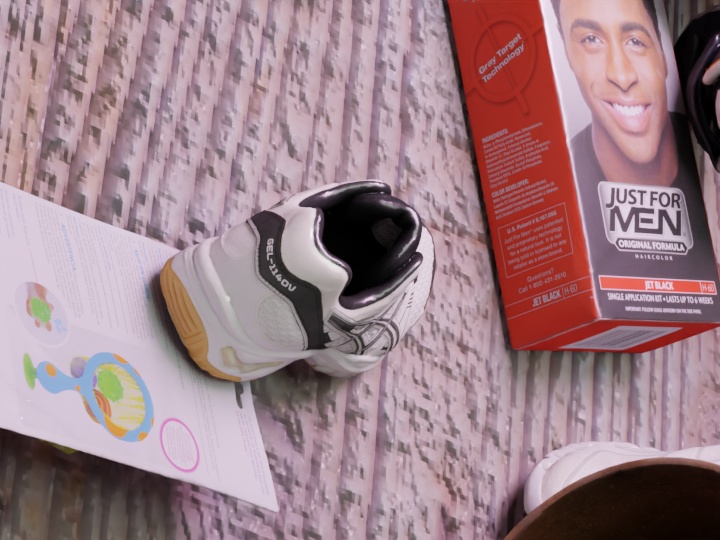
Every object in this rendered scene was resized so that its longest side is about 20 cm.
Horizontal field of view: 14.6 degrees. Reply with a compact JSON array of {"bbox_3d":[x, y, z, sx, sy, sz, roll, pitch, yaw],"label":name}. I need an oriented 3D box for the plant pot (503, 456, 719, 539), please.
[{"bbox_3d":[0.166,0.207,1.260,0.200,0.186,0.187,38,49,-47],"label":"plant pot"}]

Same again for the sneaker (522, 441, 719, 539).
[{"bbox_3d":[0.157,0.110,1.343,0.200,0.081,0.075,-2,77,-44],"label":"sneaker"}]

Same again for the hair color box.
[{"bbox_3d":[0.109,-0.063,1.377,0.101,0.061,0.201,2,72,-45],"label":"hair color box"}]

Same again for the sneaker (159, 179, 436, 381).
[{"bbox_3d":[0.000,0.000,1.200,0.076,0.088,0.200,63,26,4],"label":"sneaker"}]

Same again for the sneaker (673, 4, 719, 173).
[{"bbox_3d":[0.193,-0.089,1.398,0.079,0.200,0.079,-24,103,-21],"label":"sneaker"}]

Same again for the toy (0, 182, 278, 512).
[{"bbox_3d":[-0.120,0.031,1.111,0.200,0.047,0.115,26,44,-49],"label":"toy"}]
